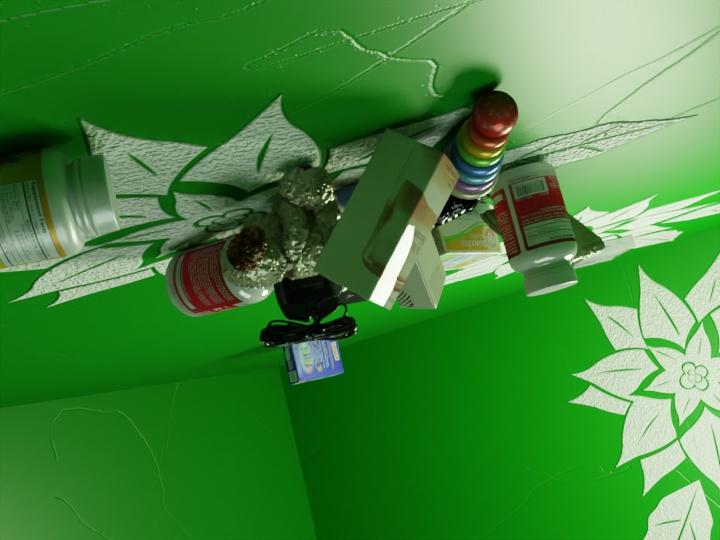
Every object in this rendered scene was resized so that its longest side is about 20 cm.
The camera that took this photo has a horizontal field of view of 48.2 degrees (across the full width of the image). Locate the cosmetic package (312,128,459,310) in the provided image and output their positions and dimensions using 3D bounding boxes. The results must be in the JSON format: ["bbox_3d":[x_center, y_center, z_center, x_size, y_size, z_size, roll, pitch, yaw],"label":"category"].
[{"bbox_3d":[0.035,-0.061,1.013,0.087,0.200,0.103,28,-179,20],"label":"cosmetic package"}]

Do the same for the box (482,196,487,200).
[{"bbox_3d":[0.106,-0.106,1.329,0.200,0.050,0.075,-22,168,42],"label":"box"}]

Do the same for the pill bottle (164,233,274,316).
[{"bbox_3d":[-0.206,0.004,1.274,0.200,0.113,0.112,-14,172,36],"label":"pill bottle"}]

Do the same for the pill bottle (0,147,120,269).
[{"bbox_3d":[-0.345,-0.059,0.790,0.199,0.110,0.109,-12,170,-12],"label":"pill bottle"}]

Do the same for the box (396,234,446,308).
[{"bbox_3d":[0.077,-0.029,1.305,0.068,0.082,0.200,1,137,26],"label":"box"}]

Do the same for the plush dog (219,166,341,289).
[{"bbox_3d":[-0.108,-0.030,1.088,0.171,0.161,0.200,-23,174,-15],"label":"plush dog"}]

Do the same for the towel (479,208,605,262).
[{"bbox_3d":[0.330,-0.072,1.464,0.148,0.200,0.037,-22,135,-27],"label":"towel"}]

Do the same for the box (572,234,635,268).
[{"bbox_3d":[0.757,-0.055,2.554,0.155,0.041,0.200,-13,171,-6],"label":"box"}]

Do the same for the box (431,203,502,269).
[{"bbox_3d":[0.158,-0.063,1.487,0.112,0.102,0.200,-21,168,37],"label":"box"}]

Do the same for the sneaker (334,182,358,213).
[{"bbox_3d":[0.049,-0.117,1.180,0.199,0.076,0.077,-7,138,-15],"label":"sneaker"}]

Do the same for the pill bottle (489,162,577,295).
[{"bbox_3d":[0.288,-0.066,1.323,0.112,0.201,0.112,-13,170,-2],"label":"pill bottle"}]

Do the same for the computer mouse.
[{"bbox_3d":[-0.089,0.027,1.173,0.138,0.201,0.053,-7,148,-11],"label":"computer mouse"}]

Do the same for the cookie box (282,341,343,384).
[{"bbox_3d":[-0.175,0.315,2.944,0.199,0.172,0.075,-6,170,-37],"label":"cookie box"}]

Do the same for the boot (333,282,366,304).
[{"bbox_3d":[0.000,0.000,1.335,0.199,0.066,0.165,-9,151,-35],"label":"boot"}]

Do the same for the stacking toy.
[{"bbox_3d":[0.153,-0.161,1.018,0.085,0.086,0.200,-13,166,-7],"label":"stacking toy"}]

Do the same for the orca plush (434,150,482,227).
[{"bbox_3d":[0.127,-0.107,1.125,0.199,0.106,0.071,-23,-152,-17],"label":"orca plush"}]
